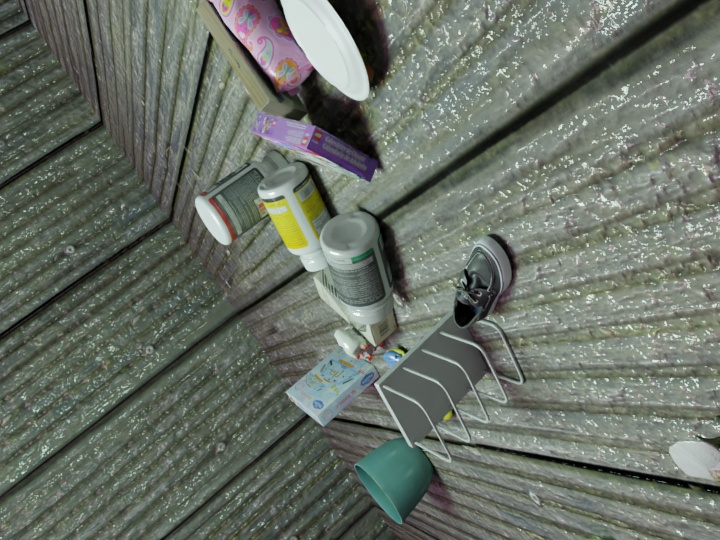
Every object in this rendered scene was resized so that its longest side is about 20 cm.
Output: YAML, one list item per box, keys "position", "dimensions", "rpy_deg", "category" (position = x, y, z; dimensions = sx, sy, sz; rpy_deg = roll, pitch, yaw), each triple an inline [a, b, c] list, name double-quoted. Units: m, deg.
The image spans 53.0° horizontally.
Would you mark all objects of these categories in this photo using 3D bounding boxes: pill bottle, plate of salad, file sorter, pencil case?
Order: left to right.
- position: [-0.233, -0.155, 1.497]
  dimensions: [0.116, 0.199, 0.117]
  rpy_deg: [44, 159, 22]
  category: "pill bottle"
- position: [-0.150, -0.367, 1.112]
  dimensions: [0.201, 0.087, 0.087]
  rpy_deg: [53, 161, -5]
  category: "pencil case"
- position: [-0.117, -0.103, 1.448]
  dimensions: [0.111, 0.111, 0.203]
  rpy_deg: [23, 144, 55]
  category: "pill bottle"
- position: [-0.045, -0.326, 0.993]
  dimensions: [0.201, 0.048, 0.200]
  rpy_deg: [50, 171, 11]
  category: "plate of salad"
- position: [0.000, 0.000, 1.345]
  dimensions: [0.113, 0.112, 0.202]
  rpy_deg: [35, 153, 41]
  category: "pill bottle"
- position: [0.153, 0.187, 1.182]
  dimensions: [0.124, 0.199, 0.140]
  rpy_deg: [11, 135, 56]
  category: "file sorter"

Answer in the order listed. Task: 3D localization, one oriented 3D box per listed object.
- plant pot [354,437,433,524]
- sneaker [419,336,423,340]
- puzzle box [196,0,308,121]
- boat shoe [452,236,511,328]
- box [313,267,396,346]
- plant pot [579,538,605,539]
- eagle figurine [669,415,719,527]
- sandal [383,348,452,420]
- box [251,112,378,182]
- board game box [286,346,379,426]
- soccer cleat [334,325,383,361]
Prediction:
- position: [0.105, 0.562, 1.993]
  dimensions: [0.201, 0.160, 0.202]
  rpy_deg: [45, 159, 22]
  category: "plant pot"
- position: [0.139, 0.200, 1.459]
  dimensions: [0.076, 0.074, 0.202]
  rpy_deg: [17, 148, 18]
  category: "sneaker"
- position: [-0.171, -0.334, 1.159]
  dimensions: [0.202, 0.025, 0.132]
  rpy_deg: [58, -158, 10]
  category: "puzzle box"
- position: [0.168, 0.027, 1.063]
  dimensions: [0.070, 0.066, 0.201]
  rpy_deg: [46, 160, 19]
  category: "boat shoe"
- position: [-0.012, 0.068, 1.561]
  dimensions: [0.199, 0.068, 0.083]
  rpy_deg: [38, 157, 38]
  category: "box"
- position: [0.433, 0.607, 1.302]
  dimensions: [0.199, 0.200, 0.191]
  rpy_deg: [39, 170, 34]
  category: "plant pot"
- position: [0.418, 0.232, 0.706]
  dimensions: [0.150, 0.203, 0.151]
  rpy_deg: [26, 129, -26]
  category: "eagle figurine"
- position: [0.112, 0.261, 1.575]
  dimensions: [0.201, 0.086, 0.080]
  rpy_deg: [52, 163, 11]
  category: "sandal"
- position: [-0.078, -0.204, 1.186]
  dimensions: [0.135, 0.040, 0.199]
  rpy_deg: [22, -177, -38]
  category: "box"
- position: [-0.076, 0.302, 1.917]
  dimensions: [0.199, 0.198, 0.042]
  rpy_deg: [19, 143, 59]
  category: "board game box"
- position: [-0.001, 0.157, 1.616]
  dimensions: [0.077, 0.070, 0.200]
  rpy_deg: [40, -176, 16]
  category: "soccer cleat"
